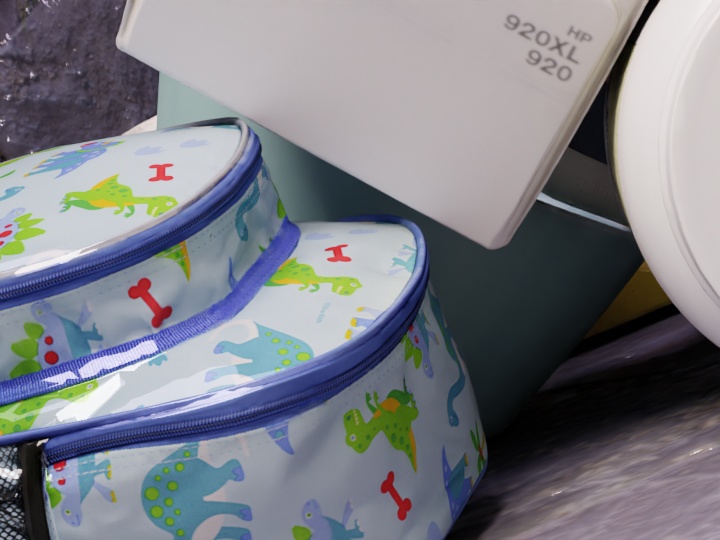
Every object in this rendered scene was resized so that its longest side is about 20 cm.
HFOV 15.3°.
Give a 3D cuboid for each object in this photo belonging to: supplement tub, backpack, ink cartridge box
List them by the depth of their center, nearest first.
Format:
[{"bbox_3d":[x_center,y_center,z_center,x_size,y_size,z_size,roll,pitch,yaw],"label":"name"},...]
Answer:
[{"bbox_3d":[0.147,-0.041,0.804,0.144,0.146,0.200,-22,4,5],"label":"supplement tub"},{"bbox_3d":[-0.070,0.038,0.836,0.198,0.148,0.183,-7,19,17],"label":"backpack"},{"bbox_3d":[0.036,-0.142,0.866,0.200,0.146,0.145,-61,-2,-47],"label":"ink cartridge box"}]

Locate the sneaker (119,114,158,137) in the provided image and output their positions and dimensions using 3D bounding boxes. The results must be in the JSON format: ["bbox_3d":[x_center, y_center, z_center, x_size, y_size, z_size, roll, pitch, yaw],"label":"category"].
[{"bbox_3d":[-0.100,0.004,1.102,0.199,0.080,0.071,-33,-24,3],"label":"sneaker"}]

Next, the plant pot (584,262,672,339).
[{"bbox_3d":[0.100,-0.069,1.201,0.199,0.201,0.176,-22,15,2],"label":"plant pot"}]

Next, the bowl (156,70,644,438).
[{"bbox_3d":[0.000,0.000,1.007,0.199,0.106,0.201,22,4,-2],"label":"bowl"}]

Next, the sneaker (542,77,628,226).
[{"bbox_3d":[0.129,-0.052,1.018,0.075,0.085,0.199,25,5,40],"label":"sneaker"}]
